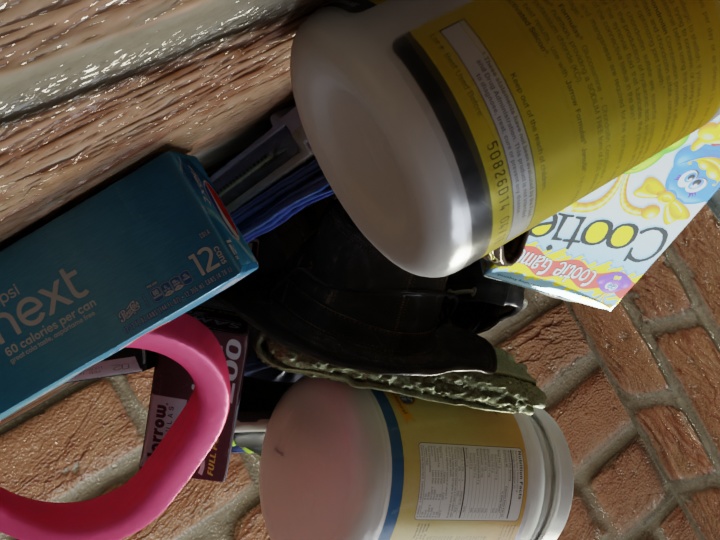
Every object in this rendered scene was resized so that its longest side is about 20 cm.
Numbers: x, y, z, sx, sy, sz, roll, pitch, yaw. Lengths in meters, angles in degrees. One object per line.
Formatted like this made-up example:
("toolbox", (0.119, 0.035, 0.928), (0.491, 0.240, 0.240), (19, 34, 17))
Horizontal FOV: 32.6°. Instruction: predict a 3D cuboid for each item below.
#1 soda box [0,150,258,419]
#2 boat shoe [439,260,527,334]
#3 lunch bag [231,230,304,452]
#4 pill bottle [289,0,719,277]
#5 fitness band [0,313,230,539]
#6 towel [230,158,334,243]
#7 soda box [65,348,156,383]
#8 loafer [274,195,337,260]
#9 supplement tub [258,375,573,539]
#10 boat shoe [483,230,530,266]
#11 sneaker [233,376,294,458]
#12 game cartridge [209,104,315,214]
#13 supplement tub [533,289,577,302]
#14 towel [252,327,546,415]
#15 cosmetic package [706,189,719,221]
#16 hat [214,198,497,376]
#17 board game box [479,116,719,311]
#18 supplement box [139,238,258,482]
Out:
("soda box", (-0.153, 0.021, 0.597), (0.200, 0.068, 0.064), (-30, -179, 4))
("boat shoe", (0.081, 0.020, 0.931), (0.074, 0.061, 0.200), (11, 163, -14))
("lunch bag", (-0.074, 0.065, 1.073), (0.136, 0.132, 0.200), (-9, -135, 24))
("pill bottle", (0.081, -0.089, 0.487), (0.200, 0.112, 0.112), (-30, 180, -16))
("fitness band", (-0.161, 0.094, 0.723), (0.200, 0.143, 0.037), (-53, -148, 29))
("towel", (-0.004, -0.056, 0.728), (0.145, 0.024, 0.200), (-29, -179, 36))
("soda box", (-0.175, 0.039, 0.821), (0.071, 0.064, 0.200), (-8, 177, -6))
("loafer", (-0.023, -0.052, 0.956), (0.068, 0.076, 0.200), (-24, 177, -19))
("supplement tub", (0.042, 0.151, 0.899), (0.200, 0.145, 0.145), (9, 156, -35))
("boat shoe", (0.091, -0.083, 0.688), (0.072, 0.059, 0.200), (-41, 159, -42))
("sneaker", (-0.060, 0.134, 0.956), (0.199, 0.083, 0.072), (5, -163, -23))
("game cartridge", (-0.035, -0.070, 0.719), (0.130, 0.038, 0.200), (-36, -176, -41))
("supplement tub", (0.126, -0.060, 0.982), (0.200, 0.132, 0.132), (20, 142, -41))
("towel", (0.023, 0.057, 0.853), (0.199, 0.037, 0.148), (11, -176, -7))
("cosmetic package", (0.315, -0.172, 0.899), (0.200, 0.167, 0.166), (-29, 160, -26))
("hat", (0.000, 0.000, 0.770), (0.200, 0.081, 0.201), (12, -169, -3))
("board game box", (0.161, -0.085, 0.777), (0.103, 0.105, 0.200), (14, 132, -22))
("supplement box", (-0.110, 0.052, 0.865), (0.061, 0.109, 0.200), (9, -161, -5))
